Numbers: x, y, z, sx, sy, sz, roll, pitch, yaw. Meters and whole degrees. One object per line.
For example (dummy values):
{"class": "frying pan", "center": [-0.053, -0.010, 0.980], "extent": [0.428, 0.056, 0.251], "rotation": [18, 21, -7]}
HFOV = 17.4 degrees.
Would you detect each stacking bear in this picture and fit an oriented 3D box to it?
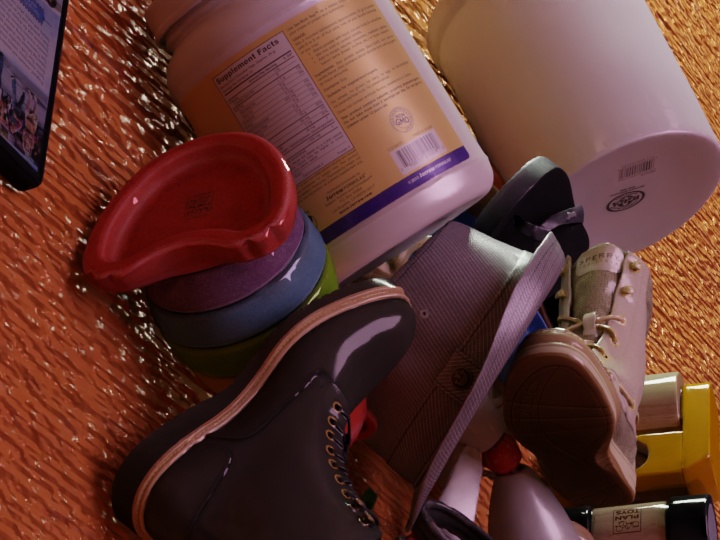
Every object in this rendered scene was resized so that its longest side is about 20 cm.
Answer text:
{"class": "stacking bear", "center": [-0.057, 0.032, 1.332], "extent": [0.114, 0.121, 0.200], "rotation": [-83, 154, -50]}

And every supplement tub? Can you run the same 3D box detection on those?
{"class": "supplement tub", "center": [-0.027, -0.099, 1.415], "extent": [0.200, 0.145, 0.145], "rotation": [58, 24, 3]}

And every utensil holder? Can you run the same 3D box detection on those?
{"class": "utensil holder", "center": [0.163, -0.128, 1.781], "extent": [0.170, 0.170, 0.200], "rotation": [32, 30, -55]}

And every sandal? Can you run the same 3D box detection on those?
{"class": "sandal", "center": [0.132, -0.025, 1.644], "extent": [0.043, 0.076, 0.200], "rotation": [40, 1, 23]}

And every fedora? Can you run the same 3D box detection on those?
{"class": "fedora", "center": [0.041, 0.049, 1.426], "extent": [0.090, 0.200, 0.177], "rotation": [31, 19, 3]}

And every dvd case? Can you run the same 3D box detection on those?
{"class": "dvd case", "center": [-0.206, -0.157, 1.254], "extent": [0.143, 0.017, 0.201], "rotation": [49, 31, -41]}

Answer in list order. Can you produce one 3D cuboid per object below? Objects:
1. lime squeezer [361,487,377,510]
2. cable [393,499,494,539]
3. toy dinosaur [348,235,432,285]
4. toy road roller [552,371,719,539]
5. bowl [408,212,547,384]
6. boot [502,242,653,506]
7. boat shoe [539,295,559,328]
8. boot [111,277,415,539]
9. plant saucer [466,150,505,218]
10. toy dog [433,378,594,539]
{"class": "lime squeezer", "center": [-0.004, 0.176, 1.391], "extent": [0.038, 0.071, 0.200], "rotation": [26, 3, -10]}
{"class": "cable", "center": [0.094, 0.207, 1.494], "extent": [0.199, 0.050, 0.097], "rotation": [18, 42, -26]}
{"class": "toy dinosaur", "center": [0.000, 0.000, 1.495], "extent": [0.101, 0.058, 0.201], "rotation": [-19, 93, -23]}
{"class": "toy road roller", "center": [0.215, 0.189, 1.786], "extent": [0.200, 0.122, 0.146], "rotation": [-82, 159, -45]}
{"class": "bowl", "center": [0.070, -0.003, 1.628], "extent": [0.201, 0.039, 0.201], "rotation": [53, 8, -11]}
{"class": "boot", "center": [0.146, 0.047, 1.528], "extent": [0.200, 0.072, 0.155], "rotation": [60, 36, -55]}
{"class": "boat shoe", "center": [0.157, -0.037, 1.875], "extent": [0.072, 0.072, 0.201], "rotation": [-8, 80, -64]}
{"class": "boot", "center": [-0.012, 0.100, 1.230], "extent": [0.200, 0.138, 0.078], "rotation": [-42, 139, -22]}
{"class": "plant saucer", "center": [0.046, -0.111, 1.670], "extent": [0.201, 0.032, 0.200], "rotation": [52, 8, -10]}
{"class": "toy dog", "center": [0.084, 0.166, 1.565], "extent": [0.200, 0.096, 0.132], "rotation": [60, 10, 8]}
